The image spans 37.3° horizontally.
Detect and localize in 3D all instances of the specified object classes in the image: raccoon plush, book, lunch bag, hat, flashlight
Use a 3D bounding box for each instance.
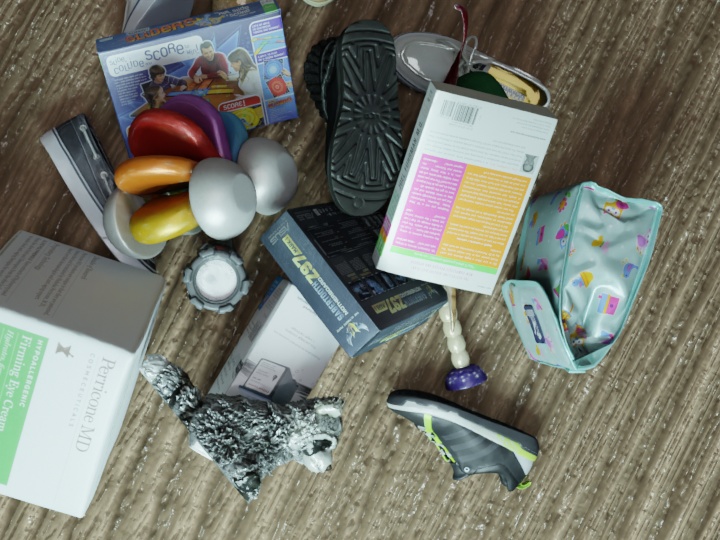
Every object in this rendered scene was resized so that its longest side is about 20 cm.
[{"bbox_3d":[-0.106,0.129,1.057,0.134,0.097,0.200,-40,99,-13],"label":"raccoon plush"},{"bbox_3d":[0.103,-0.081,1.088,0.133,0.048,0.201,10,117,-18],"label":"book"},{"bbox_3d":[0.239,0.013,1.206,0.121,0.170,0.202,16,86,-9],"label":"lunch bag"},{"bbox_3d":[0.112,-0.207,1.151,0.165,0.199,0.177,-19,111,-30],"label":"hat"},{"bbox_3d":[-0.153,0.004,1.135,0.067,0.200,0.068,-22,95,-7],"label":"flashlight"}]

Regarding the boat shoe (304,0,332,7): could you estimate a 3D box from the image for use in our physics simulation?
[{"bbox_3d":[-0.007,-0.393,1.213,0.073,0.069,0.201,34,87,-7],"label":"boat shoe"}]

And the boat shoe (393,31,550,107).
[{"bbox_3d":[0.127,-0.224,1.227,0.201,0.086,0.075,23,88,-8],"label":"boat shoe"}]

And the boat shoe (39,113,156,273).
[{"bbox_3d":[-0.274,-0.081,1.187,0.068,0.072,0.201,-33,88,-4],"label":"boat shoe"}]

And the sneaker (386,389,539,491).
[{"bbox_3d":[0.116,0.203,1.243,0.199,0.072,0.083,22,89,-8],"label":"sneaker"}]

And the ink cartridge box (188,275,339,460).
[{"bbox_3d":[-0.103,0.114,1.173,0.086,0.146,0.201,30,88,-10],"label":"ink cartridge box"}]

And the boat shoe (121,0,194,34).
[{"bbox_3d":[-0.225,-0.316,1.190,0.065,0.073,0.201,33,100,30],"label":"boat shoe"}]

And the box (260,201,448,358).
[{"bbox_3d":[0.000,0.000,1.145,0.051,0.200,0.158,-44,79,25],"label":"box"}]

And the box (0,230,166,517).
[{"bbox_3d":[-0.317,0.101,1.093,0.170,0.200,0.200,19,110,-8],"label":"box"}]

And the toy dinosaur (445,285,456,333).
[{"bbox_3d":[0.106,-0.046,1.193,0.106,0.060,0.201,36,53,-17],"label":"toy dinosaur"}]

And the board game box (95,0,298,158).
[{"bbox_3d":[-0.175,-0.210,1.175,0.198,0.035,0.136,-15,129,-9],"label":"board game box"}]

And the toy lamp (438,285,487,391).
[{"bbox_3d":[0.100,0.036,1.246,0.058,0.058,0.202,-16,96,-7],"label":"toy lamp"}]

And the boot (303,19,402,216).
[{"bbox_3d":[-0.014,-0.163,1.174,0.079,0.158,0.213,6,88,-19],"label":"boot"}]

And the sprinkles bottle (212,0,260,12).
[{"bbox_3d":[-0.132,-0.372,1.197,0.068,0.068,0.202,2,91,-8],"label":"sprinkles bottle"}]

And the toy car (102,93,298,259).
[{"bbox_3d":[-0.178,-0.108,1.120,0.174,0.200,0.151,-12,104,30],"label":"toy car"}]
